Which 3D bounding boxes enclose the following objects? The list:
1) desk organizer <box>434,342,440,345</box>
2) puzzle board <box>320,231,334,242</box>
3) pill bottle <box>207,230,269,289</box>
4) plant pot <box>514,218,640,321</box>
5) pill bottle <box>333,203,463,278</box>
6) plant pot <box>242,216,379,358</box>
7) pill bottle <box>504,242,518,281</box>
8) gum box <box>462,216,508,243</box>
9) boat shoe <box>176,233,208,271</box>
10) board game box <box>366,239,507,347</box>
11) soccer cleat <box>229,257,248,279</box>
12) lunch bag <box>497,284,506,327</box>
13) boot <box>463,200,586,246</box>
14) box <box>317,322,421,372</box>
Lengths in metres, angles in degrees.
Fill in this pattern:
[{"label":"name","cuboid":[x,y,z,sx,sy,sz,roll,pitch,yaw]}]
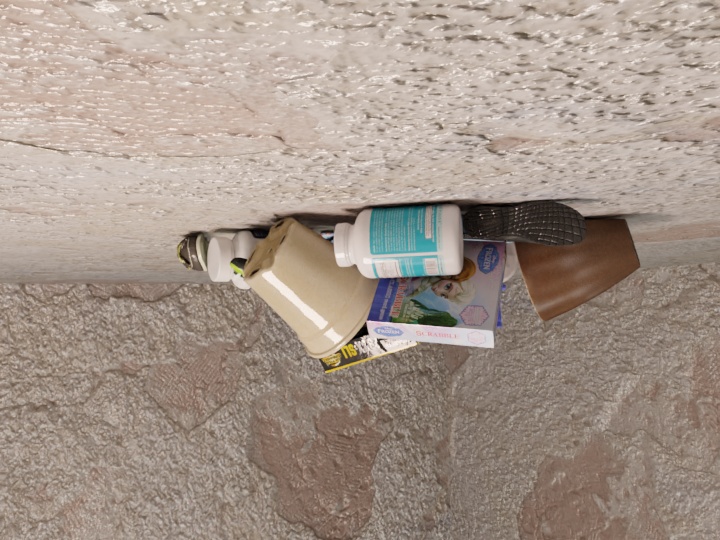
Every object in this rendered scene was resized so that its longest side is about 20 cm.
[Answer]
[{"label":"desk organizer","cuboid":[0.085,0.108,1.519,0.199,0.072,0.077,19,128,-39]},{"label":"puzzle board","cuboid":[0.000,0.000,1.547,0.149,0.018,0.202,-2,132,3]},{"label":"pill bottle","cuboid":[-0.187,-0.020,1.452,0.198,0.113,0.111,0,176,-28]},{"label":"plant pot","cuboid":[0.415,-0.022,1.424,0.198,0.189,0.187,-19,170,22]},{"label":"pill bottle","cuboid":[0.061,-0.045,1.194,0.197,0.112,0.111,-2,176,12]},{"label":"plant pot","cuboid":[-0.092,0.015,1.285,0.183,0.202,0.200,39,157,-24]},{"label":"pill bottle","cuboid":[0.263,-0.021,1.657,0.111,0.114,0.200,-1,176,-10]},{"label":"gum box","cuboid":[0.156,-0.067,1.416,0.168,0.045,0.199,1,175,-34]},{"label":"boat shoe","cuboid":[-0.335,-0.032,1.505,0.060,0.073,0.201,-5,179,-9]},{"label":"board game box","cuboid":[0.127,0.029,1.213,0.197,0.201,0.041,3,135,15]},{"label":"soccer cleat","cuboid":[-0.150,0.004,1.382,0.199,0.082,0.067,25,177,-38]},{"label":"lunch bag","cuboid":[0.186,0.031,1.413,0.093,0.153,0.199,1,176,-41]},{"label":"boot","cuboid":[0.269,-0.078,1.243,0.197,0.071,0.132,8,-178,13]},{"label":"box","cuboid":[0.035,0.099,1.332,0.198,0.050,0.160,-21,-167,30]}]
